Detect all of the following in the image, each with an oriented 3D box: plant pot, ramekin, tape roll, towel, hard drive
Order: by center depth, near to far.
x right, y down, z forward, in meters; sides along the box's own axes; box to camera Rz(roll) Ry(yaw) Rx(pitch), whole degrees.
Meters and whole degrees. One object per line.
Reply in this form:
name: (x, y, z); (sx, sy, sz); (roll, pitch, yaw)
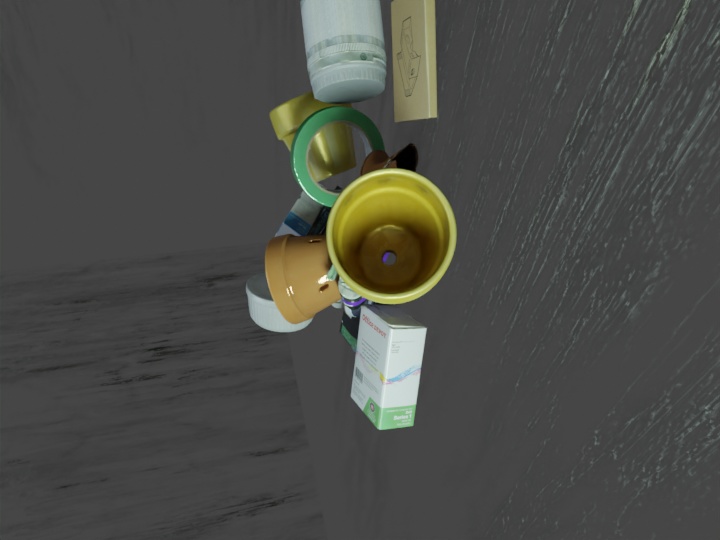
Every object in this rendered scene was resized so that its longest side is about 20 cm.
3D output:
plant pot: (0.050, -0.039, 0.904); (0.189, 0.196, 0.206); (76, -176, -78)
tape roll: (-0.047, -0.236, 1.142); (0.048, 0.195, 0.206); (-134, 40, -68)
towel: (-0.016, -0.078, 1.160); (0.155, 0.023, 0.201); (-64, -1, 28)
plant pot: (-0.108, 0.007, 1.233); (0.200, 0.137, 0.205); (-14, -90, -75)
hard drive: (0.011, 0.140, 1.317); (0.140, 0.037, 0.202); (50, 150, 25)
plant pot: (-0.098, -0.324, 1.336); (0.200, 0.197, 0.193); (-158, 47, -74)
ramekin: (-0.205, 0.083, 1.446); (0.203, 0.197, 0.096); (-124, 38, -61)

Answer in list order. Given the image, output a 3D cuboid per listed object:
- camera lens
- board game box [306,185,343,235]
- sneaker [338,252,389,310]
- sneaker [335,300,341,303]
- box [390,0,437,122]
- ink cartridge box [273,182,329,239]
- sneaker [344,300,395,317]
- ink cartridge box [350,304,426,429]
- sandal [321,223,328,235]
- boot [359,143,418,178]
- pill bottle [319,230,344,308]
camera lens: (-0.031, -0.449, 1.069); (0.160, 0.156, 0.206); (172, 91, -76)
board game box: (-0.116, -0.119, 1.464); (0.201, 0.028, 0.136); (-52, 11, 32)
sneaker: (0.013, -0.006, 1.119); (0.202, 0.068, 0.100); (-59, -21, -27)
sneaker: (-0.097, -0.003, 1.385); (0.198, 0.070, 0.115); (27, 102, 47)
box: (0.087, -0.357, 0.915); (0.163, 0.021, 0.205); (-141, 47, -71)
ink cartridge box: (-0.143, -0.156, 1.430); (0.202, 0.066, 0.116); (-62, 9, -29)
sneaker: (0.037, 0.008, 1.193); (0.107, 0.069, 0.205); (7, 79, 46)
ink cartridge box: (0.052, 0.184, 1.084); (0.144, 0.082, 0.205); (-149, 63, -63)
sandal: (-0.069, -0.100, 1.414); (0.202, 0.057, 0.080); (-54, 44, 24)
boot: (0.052, -0.190, 1.026); (0.156, 0.075, 0.203); (-51, 18, 50)
pill bottle: (-0.063, -0.004, 1.491); (0.114, 0.110, 0.203); (103, 155, -53)
